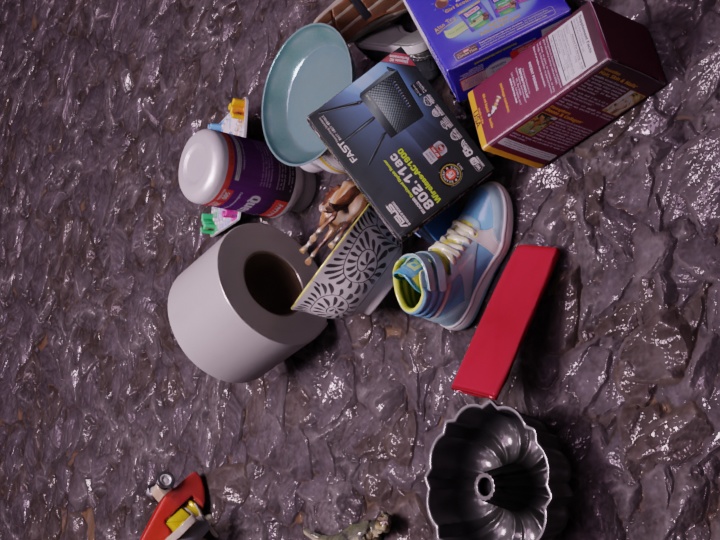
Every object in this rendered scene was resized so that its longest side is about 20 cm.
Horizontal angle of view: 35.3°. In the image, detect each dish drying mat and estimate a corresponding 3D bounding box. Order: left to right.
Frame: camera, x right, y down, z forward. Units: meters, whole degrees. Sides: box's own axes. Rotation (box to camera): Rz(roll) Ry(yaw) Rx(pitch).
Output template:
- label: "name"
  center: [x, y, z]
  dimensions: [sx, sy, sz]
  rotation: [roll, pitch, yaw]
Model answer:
- label: "dish drying mat"
  center: [0.177, 0.060, 1.364]
  dimensions: [0.077, 0.018, 0.200]
  rotation: [9, 69, 50]

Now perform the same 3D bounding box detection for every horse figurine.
- label: "horse figurine"
  center: [-0.034, -0.081, 1.603]
  dimensions: [0.133, 0.050, 0.200]
  rotation: [-57, 7, -18]

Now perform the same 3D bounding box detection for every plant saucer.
- label: "plant saucer"
  center: [-0.065, -0.241, 1.570]
  dimensions: [0.200, 0.036, 0.201]
  rotation: [-10, 77, 47]

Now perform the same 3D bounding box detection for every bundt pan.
- label: "bundt pan"
  center: [0.171, 0.257, 1.339]
  dimensions: [0.202, 0.076, 0.202]
  rotation: [-12, 74, 47]

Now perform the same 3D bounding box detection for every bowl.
- label: "bowl"
  center: [0.000, 0.000, 1.550]
  dimensions: [0.094, 0.201, 0.201]
  rotation: [38, 119, -1]

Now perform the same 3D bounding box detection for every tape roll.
- label: "tape roll"
  center: [-0.166, 0.049, 1.677]
  dimensions: [0.139, 0.202, 0.203]
  rotation: [-35, 57, 39]

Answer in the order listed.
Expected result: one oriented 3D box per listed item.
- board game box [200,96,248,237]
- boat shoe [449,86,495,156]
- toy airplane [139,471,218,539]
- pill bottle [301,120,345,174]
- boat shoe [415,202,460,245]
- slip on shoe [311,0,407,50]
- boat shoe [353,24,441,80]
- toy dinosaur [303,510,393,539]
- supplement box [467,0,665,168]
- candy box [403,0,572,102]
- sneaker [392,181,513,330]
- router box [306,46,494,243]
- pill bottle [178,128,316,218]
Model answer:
- label: "board game box"
  center: [-0.228, -0.168, 1.872]
  dimensions: [0.200, 0.026, 0.201]
  rotation: [162, 113, -68]
- label: "boat shoe"
  center: [0.146, -0.240, 1.462]
  dimensions: [0.072, 0.065, 0.201]
  rotation: [122, 148, -68]
- label: "toy airplane"
  center: [-0.305, 0.439, 1.808]
  dimensions: [0.199, 0.141, 0.200]
  rotation: [-59, 11, 6]
- label: "pill bottle"
  center: [-0.010, -0.201, 1.613]
  dimensions: [0.200, 0.112, 0.112]
  rotation: [-13, 73, 47]
- label: "boat shoe"
  center: [0.065, -0.115, 1.506]
  dimensions: [0.200, 0.084, 0.069]
  rotation: [60, 148, 0]
- label: "slip on shoe"
  center: [0.018, -0.380, 1.615]
  dimensions: [0.200, 0.076, 0.061]
  rotation: [-36, 11, 4]
- label: "boat shoe"
  center: [0.050, -0.306, 1.598]
  dimensions: [0.200, 0.075, 0.060]
  rotation: [38, 153, 62]
- label: "toy dinosaur"
  center: [-0.016, 0.386, 1.556]
  dimensions: [0.200, 0.047, 0.088]
  rotation: [-24, 50, 45]
- label: "supplement box"
  center: [0.239, -0.213, 1.327]
  dimensions: [0.200, 0.110, 0.086]
  rotation: [-34, 57, 40]
- label: "candy box"
  center: [0.152, -0.334, 1.419]
  dimensions: [0.169, 0.077, 0.200]
  rotation: [-25, 59, 3]
- label: "sneaker"
  center: [0.112, -0.024, 1.423]
  dimensions: [0.079, 0.130, 0.200]
  rotation: [26, 101, 49]
- label: "router box"
  center: [0.049, -0.158, 1.426]
  dimensions: [0.150, 0.062, 0.200]
  rotation: [-38, 89, -1]
- label: "pill bottle"
  center: [-0.168, -0.142, 1.716]
  dimensions: [0.112, 0.200, 0.113]
  rotation: [-13, 73, 48]
